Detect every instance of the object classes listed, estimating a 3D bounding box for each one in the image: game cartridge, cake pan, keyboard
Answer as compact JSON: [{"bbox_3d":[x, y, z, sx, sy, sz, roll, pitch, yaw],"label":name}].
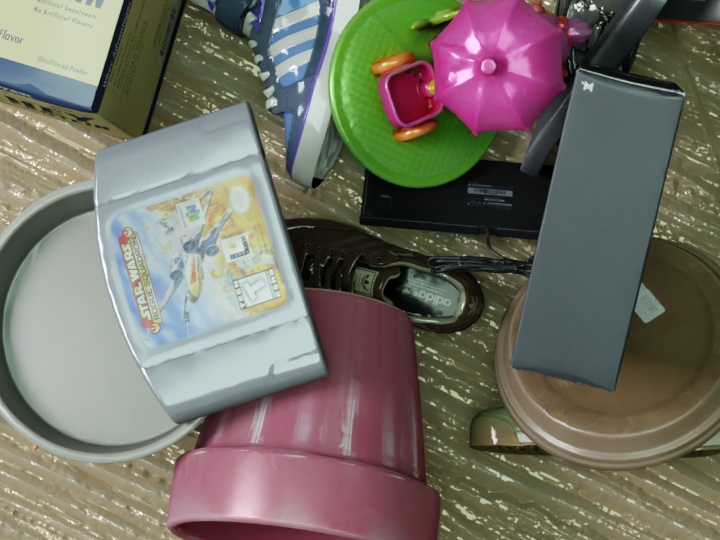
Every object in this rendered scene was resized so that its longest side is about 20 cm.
[{"bbox_3d":[-0.111,-0.003,1.146,0.132,0.042,0.202,-17,81,-3],"label":"game cartridge"},{"bbox_3d":[-0.178,0.036,1.181,0.197,0.037,0.203,-1,82,4],"label":"cake pan"},{"bbox_3d":[0.098,-0.037,1.267,0.197,0.021,0.128,4,47,3],"label":"keyboard"}]

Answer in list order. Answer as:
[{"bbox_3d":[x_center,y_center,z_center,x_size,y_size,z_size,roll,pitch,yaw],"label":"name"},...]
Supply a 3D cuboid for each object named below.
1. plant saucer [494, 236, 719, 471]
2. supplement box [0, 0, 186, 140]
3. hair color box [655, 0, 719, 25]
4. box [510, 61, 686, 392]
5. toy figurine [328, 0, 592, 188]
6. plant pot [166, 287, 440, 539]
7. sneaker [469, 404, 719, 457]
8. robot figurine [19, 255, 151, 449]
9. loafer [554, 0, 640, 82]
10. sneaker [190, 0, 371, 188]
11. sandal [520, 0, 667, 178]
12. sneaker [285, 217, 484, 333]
[{"bbox_3d":[0.195,0.053,1.234,0.197,0.030,0.202,-9,55,12],"label":"plant saucer"},{"bbox_3d":[-0.212,-0.217,1.229,0.133,0.200,0.202,16,88,4],"label":"supplement box"},{"bbox_3d":[0.296,-0.226,1.195,0.198,0.061,0.103,10,103,36],"label":"hair color box"},{"bbox_3d":[0.162,-0.035,1.135,0.078,0.141,0.203,13,101,9],"label":"box"},{"bbox_3d":[0.099,-0.148,1.190,0.198,0.184,0.152,-23,100,-22],"label":"toy figurine"},{"bbox_3d":[-0.032,0.117,1.222,0.197,0.200,0.181,8,73,3],"label":"plant pot"},{"bbox_3d":[0.183,0.096,1.269,0.197,0.067,0.091,0,78,4],"label":"sneaker"},{"bbox_3d":[-0.191,0.045,1.258,0.200,0.117,0.144,-45,85,0],"label":"robot figurine"},{"bbox_3d":[0.193,-0.230,1.279,0.071,0.063,0.203,12,88,3],"label":"loafer"},{"bbox_3d":[-0.074,-0.176,1.288,0.145,0.081,0.203,13,92,11],"label":"sneaker"},{"bbox_3d":[0.180,-0.138,1.226,0.043,0.076,0.201,33,126,-3],"label":"sandal"},{"bbox_3d":[0.000,0.000,1.272,0.197,0.076,0.071,11,88,3],"label":"sneaker"}]
